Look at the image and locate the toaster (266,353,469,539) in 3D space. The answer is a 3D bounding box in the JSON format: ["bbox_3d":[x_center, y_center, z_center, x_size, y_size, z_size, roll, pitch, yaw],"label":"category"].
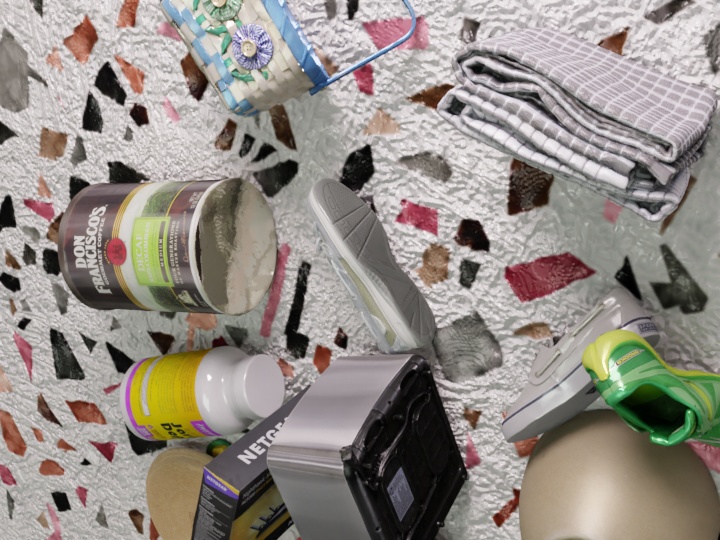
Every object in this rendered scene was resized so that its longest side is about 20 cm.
[{"bbox_3d":[0.012,0.196,0.975,0.117,0.181,0.202,-2,122,33],"label":"toaster"}]

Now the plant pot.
[{"bbox_3d":[0.235,0.256,0.915,0.198,0.134,0.203,12,116,26],"label":"plant pot"}]

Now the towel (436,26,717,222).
[{"bbox_3d":[0.182,-0.129,0.762,0.198,0.165,0.086,29,117,17],"label":"towel"}]

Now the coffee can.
[{"bbox_3d":[-0.213,-0.027,1.054,0.198,0.146,0.148,1,111,30],"label":"coffee can"}]

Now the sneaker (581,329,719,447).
[{"bbox_3d":[0.274,0.124,0.830,0.198,0.084,0.074,24,130,-23],"label":"sneaker"}]

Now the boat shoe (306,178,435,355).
[{"bbox_3d":[0.001,0.000,0.984,0.064,0.075,0.203,-27,104,37],"label":"boat shoe"}]

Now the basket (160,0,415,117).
[{"bbox_3d":[-0.068,-0.245,0.888,0.199,0.139,0.177,-35,92,2],"label":"basket"}]

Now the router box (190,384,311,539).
[{"bbox_3d":[-0.107,0.244,1.075,0.052,0.200,0.159,27,123,21],"label":"router box"}]

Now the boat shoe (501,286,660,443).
[{"bbox_3d":[0.198,0.093,0.911,0.201,0.071,0.066,-54,51,40],"label":"boat shoe"}]

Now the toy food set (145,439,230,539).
[{"bbox_3d":[-0.202,0.322,1.259,0.196,0.049,0.202,-18,100,35],"label":"toy food set"}]

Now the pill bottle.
[{"bbox_3d":[-0.190,0.148,1.141,0.198,0.104,0.105,-11,105,34],"label":"pill bottle"}]

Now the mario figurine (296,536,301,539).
[{"bbox_3d":[-0.054,0.399,1.117,0.123,0.200,0.106,38,106,-6],"label":"mario figurine"}]
